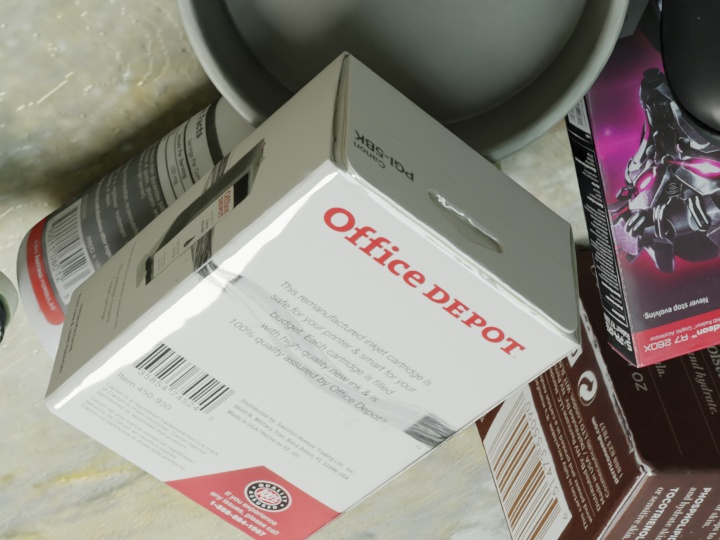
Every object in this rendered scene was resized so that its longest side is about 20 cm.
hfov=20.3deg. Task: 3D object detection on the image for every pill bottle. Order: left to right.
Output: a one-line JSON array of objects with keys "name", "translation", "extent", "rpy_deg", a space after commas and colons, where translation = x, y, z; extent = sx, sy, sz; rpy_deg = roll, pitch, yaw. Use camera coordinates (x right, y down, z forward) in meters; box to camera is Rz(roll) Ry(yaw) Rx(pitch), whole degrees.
[{"name": "pill bottle", "translation": [-0.063, -0.021, 1.003], "extent": [0.200, 0.116, 0.116], "rpy_deg": [-32, 139, 20]}]

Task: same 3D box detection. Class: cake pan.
[{"name": "cake pan", "translation": [0.018, -0.139, 0.878], "extent": [0.200, 0.037, 0.200], "rpy_deg": [2, 111, 4]}]

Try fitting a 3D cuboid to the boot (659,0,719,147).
[{"name": "boot", "translation": [0.146, -0.169, 0.838], "extent": [0.073, 0.198, 0.162], "rpy_deg": [-3, 158, 23]}]

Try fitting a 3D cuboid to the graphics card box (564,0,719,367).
[{"name": "graphics card box", "translation": [0.170, -0.062, 1.000], "extent": [0.125, 0.051, 0.200], "rpy_deg": [-15, 107, -8]}]

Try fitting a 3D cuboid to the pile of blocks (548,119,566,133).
[{"name": "pile of blocks", "translation": [0.186, -0.076, 1.065], "extent": [0.200, 0.062, 0.082], "rpy_deg": [-5, 141, -13]}]

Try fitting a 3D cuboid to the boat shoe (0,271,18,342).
[{"name": "boat shoe", "translation": [-0.267, 0.003, 0.962], "extent": [0.199, 0.066, 0.075], "rpy_deg": [27, 137, -16]}]

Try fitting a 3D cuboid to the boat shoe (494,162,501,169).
[{"name": "boat shoe", "translation": [0.000, 0.000, 1.093], "extent": [0.073, 0.063, 0.200], "rpy_deg": [20, 130, -38]}]

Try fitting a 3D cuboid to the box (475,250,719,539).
[{"name": "box", "translation": [0.199, 0.102, 1.204], "extent": [0.200, 0.166, 0.164], "rpy_deg": [2, 138, -22]}]

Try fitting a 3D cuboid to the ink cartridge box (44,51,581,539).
[{"name": "ink cartridge box", "translation": [-0.021, 0.020, 0.899], "extent": [0.147, 0.083, 0.200], "rpy_deg": [36, 124, -25]}]
